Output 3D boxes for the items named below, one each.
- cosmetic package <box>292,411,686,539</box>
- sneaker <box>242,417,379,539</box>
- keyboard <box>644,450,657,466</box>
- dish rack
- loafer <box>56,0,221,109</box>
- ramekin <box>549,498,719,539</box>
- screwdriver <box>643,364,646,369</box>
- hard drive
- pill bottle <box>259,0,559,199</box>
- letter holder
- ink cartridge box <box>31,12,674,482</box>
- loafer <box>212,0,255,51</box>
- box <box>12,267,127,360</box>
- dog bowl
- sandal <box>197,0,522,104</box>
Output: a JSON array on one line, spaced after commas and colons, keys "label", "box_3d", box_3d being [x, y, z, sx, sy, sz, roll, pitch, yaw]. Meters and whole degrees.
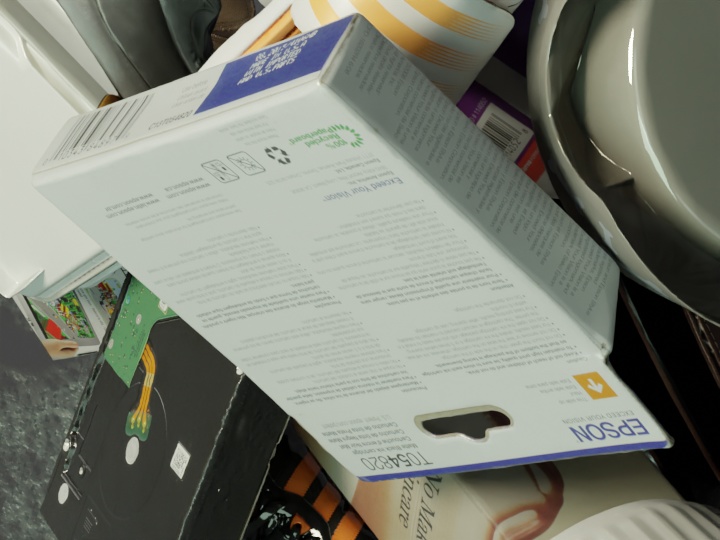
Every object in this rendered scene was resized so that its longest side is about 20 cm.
[{"label": "cosmetic package", "box_3d": [0.056, 0.092, 1.095, 0.200, 0.087, 0.104, 49, 147, 36]}, {"label": "sneaker", "box_3d": [-0.034, 0.127, 1.161, 0.090, 0.201, 0.070, 14, 123, -40]}, {"label": "keyboard", "box_3d": [0.155, 0.103, 1.157, 0.199, 0.011, 0.057, 28, 117, 7]}, {"label": "dish rack", "box_3d": [-0.166, -0.060, 1.119, 0.172, 0.044, 0.200, 47, 147, -10]}, {"label": "loafer", "box_3d": [-0.084, -0.064, 1.009, 0.073, 0.072, 0.201, -151, 40, -71]}, {"label": "ramekin", "box_3d": [0.108, 0.182, 0.986, 0.094, 0.201, 0.203, 51, 148, 36]}, {"label": "screwdriver", "box_3d": [0.048, -0.004, 1.104, 0.199, 0.028, 0.029, 32, 173, 19]}, {"label": "hard drive", "box_3d": [-0.082, 0.060, 1.137, 0.038, 0.140, 0.201, 12, 106, -32]}, {"label": "pill bottle", "box_3d": [0.034, -0.125, 0.970, 0.199, 0.113, 0.113, 34, 137, 1]}, {"label": "letter holder", "box_3d": [0.157, 0.044, 1.019, 0.100, 0.142, 0.201, -13, 120, 38]}, {"label": "ink cartridge box", "box_3d": [0.000, 0.000, 0.920, 0.200, 0.041, 0.199, 45, 148, -24]}, {"label": "loafer", "box_3d": [-0.075, -0.096, 1.105, 0.199, 0.071, 0.073, 35, 167, 7]}, {"label": "box", "box_3d": [-0.158, -0.048, 1.210, 0.109, 0.035, 0.201, -9, 121, 37]}, {"label": "dog bowl", "box_3d": [0.150, -0.074, 0.894, 0.200, 0.200, 0.059, 51, 161, -17]}, {"label": "sandal", "box_3d": [0.006, -0.079, 0.889, 0.079, 0.060, 0.207, 20, 138, -28]}]
